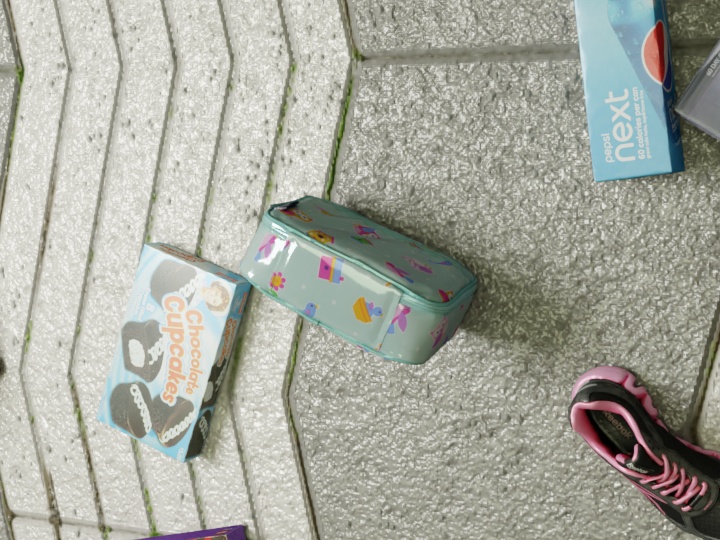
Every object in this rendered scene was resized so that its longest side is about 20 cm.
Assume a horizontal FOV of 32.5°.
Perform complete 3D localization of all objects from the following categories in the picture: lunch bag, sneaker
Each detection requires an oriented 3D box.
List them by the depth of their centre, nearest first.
[{"bbox_3d":[0.253,0.168,1.053,0.200,0.095,0.079,40,108,14],"label":"sneaker"},{"bbox_3d":[0.000,0.000,1.118,0.200,0.160,0.077,28,111,13],"label":"lunch bag"}]

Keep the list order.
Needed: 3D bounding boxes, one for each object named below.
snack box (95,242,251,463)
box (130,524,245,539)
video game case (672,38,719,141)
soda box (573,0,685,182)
[{"bbox_3d":[-0.194,0.084,1.276,0.116,0.037,0.200,22,104,20],"label":"snack box"},{"bbox_3d":[-0.201,0.350,1.304,0.200,0.039,0.137,-13,90,25],"label":"box"},{"bbox_3d":[0.376,-0.136,0.990,0.200,0.019,0.143,35,94,15],"label":"video game case"},{"bbox_3d":[0.226,-0.178,1.048,0.068,0.064,0.200,-6,93,25],"label":"soda box"}]
